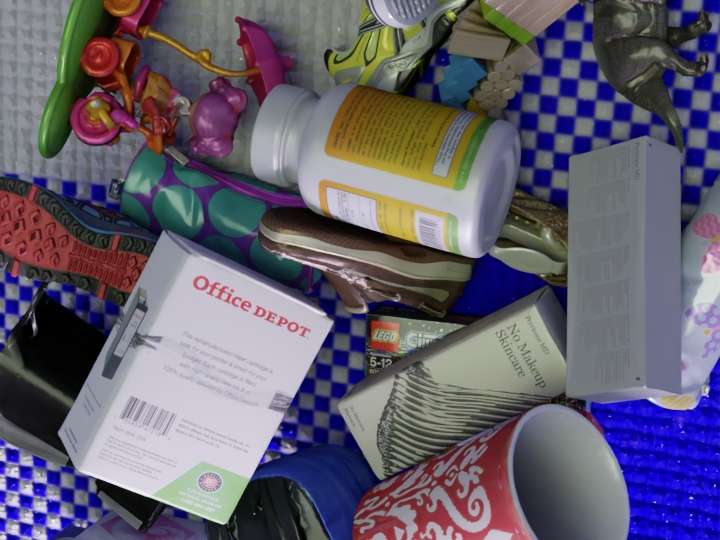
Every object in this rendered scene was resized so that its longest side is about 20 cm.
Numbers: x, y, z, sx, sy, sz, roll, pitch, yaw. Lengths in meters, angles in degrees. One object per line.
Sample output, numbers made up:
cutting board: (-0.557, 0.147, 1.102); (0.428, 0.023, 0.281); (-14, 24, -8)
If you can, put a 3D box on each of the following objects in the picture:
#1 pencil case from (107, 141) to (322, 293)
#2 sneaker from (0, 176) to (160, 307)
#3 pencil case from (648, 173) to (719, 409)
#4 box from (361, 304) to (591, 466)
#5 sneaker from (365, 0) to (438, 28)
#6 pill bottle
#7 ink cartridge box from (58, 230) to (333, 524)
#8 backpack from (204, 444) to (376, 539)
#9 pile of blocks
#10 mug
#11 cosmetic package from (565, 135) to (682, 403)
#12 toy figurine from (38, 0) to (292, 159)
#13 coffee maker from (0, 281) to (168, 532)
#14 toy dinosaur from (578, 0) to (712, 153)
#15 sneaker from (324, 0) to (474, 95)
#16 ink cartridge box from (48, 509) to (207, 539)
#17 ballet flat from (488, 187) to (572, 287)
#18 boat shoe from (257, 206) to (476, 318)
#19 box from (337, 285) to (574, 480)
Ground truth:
pencil case: (-0.116, -0.052, 1.314); (0.200, 0.085, 0.093); (21, 128, 13)
sneaker: (-0.246, -0.023, 1.289); (0.200, 0.096, 0.079); (25, 98, -4)
pencil case: (0.280, 0.017, 1.196); (0.091, 0.083, 0.200); (38, 111, 22)
box: (0.102, 0.110, 1.304); (0.200, 0.038, 0.137); (6, 105, 17)
sneaker: (0.030, -0.272, 1.182); (0.079, 0.200, 0.078); (-5, 146, 39)
pill bottle: (0.018, -0.088, 1.192); (0.200, 0.111, 0.111); (16, 108, 17)
ink cartridge box: (-0.137, 0.088, 1.236); (0.145, 0.084, 0.200); (26, 94, -27)
backpack: (-0.036, 0.256, 1.313); (0.162, 0.168, 0.200); (-27, 91, 33)
pile of blocks: (0.101, -0.183, 1.191); (0.082, 0.062, 0.200); (8, 137, -17)
mug: (0.112, 0.199, 1.207); (0.200, 0.177, 0.134); (-29, 72, 43)
cosmetic package: (0.210, 0.001, 1.177); (0.082, 0.051, 0.200); (-14, 69, 50)
toy figurine: (-0.155, -0.161, 1.272); (0.184, 0.150, 0.200); (20, 83, 3)
coffee maker: (-0.235, 0.124, 1.349); (0.200, 0.135, 0.192); (30, 146, -2)
toy dinosaur: (0.223, -0.192, 1.183); (0.102, 0.077, 0.200); (-11, 104, 33)
sneaker: (0.044, -0.215, 1.227); (0.076, 0.075, 0.200); (43, 111, 4)
ink cartridge box: (-0.228, 0.272, 1.370); (0.200, 0.196, 0.043); (10, 104, 16)
ballet flat: (0.108, -0.043, 1.246); (0.200, 0.065, 0.071); (22, 132, 15)
boat shoe: (0.002, 0.002, 1.241); (0.202, 0.075, 0.075); (12, 107, -27)
box: (0.087, 0.095, 1.247); (0.200, 0.068, 0.082); (-30, 91, 22)
